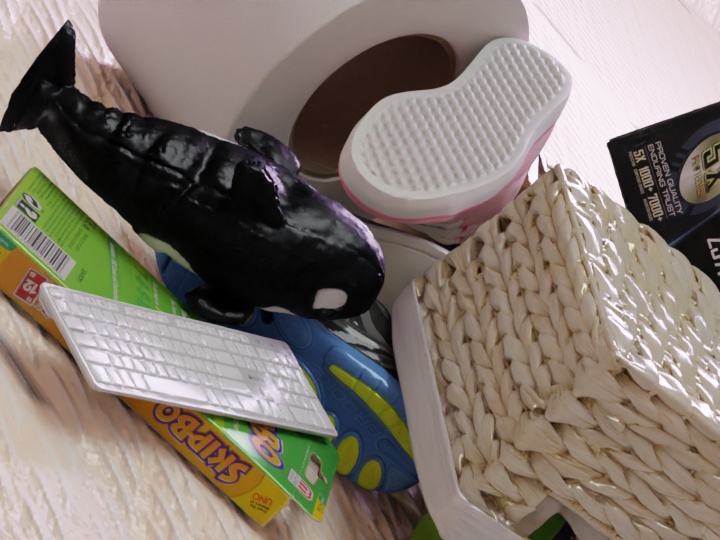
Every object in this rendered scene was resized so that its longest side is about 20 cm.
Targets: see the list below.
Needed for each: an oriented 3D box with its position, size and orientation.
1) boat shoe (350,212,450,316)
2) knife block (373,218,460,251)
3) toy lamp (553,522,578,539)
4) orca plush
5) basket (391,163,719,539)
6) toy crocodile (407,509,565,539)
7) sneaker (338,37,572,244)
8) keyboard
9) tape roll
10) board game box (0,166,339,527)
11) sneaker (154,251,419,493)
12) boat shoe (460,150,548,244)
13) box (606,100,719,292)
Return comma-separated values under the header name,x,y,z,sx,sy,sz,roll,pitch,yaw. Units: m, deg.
name,x,y,z,sx,sy,sz,roll,pitch,yaw
boat shoe,0.000,0.000,1.554,0.200,0.073,0.062,24,17,-3
knife block,0.026,-0.007,1.717,0.176,0.064,0.200,49,16,15
toy lamp,0.123,0.157,1.539,0.058,0.058,0.200,42,8,-11
orca plush,-0.064,-0.048,1.400,0.200,0.071,0.105,43,54,-7
basket,0.108,0.062,1.428,0.135,0.123,0.200,37,22,-24
toy crocodile,0.062,0.113,1.531,0.068,0.062,0.200,45,11,-4
sneaker,0.039,-0.046,1.578,0.075,0.105,0.200,37,34,11
keyboard,-0.074,0.042,1.338,0.056,0.011,0.200,53,18,26
tape roll,-0.026,-0.134,1.646,0.139,0.203,0.203,53,17,29
board game box,-0.091,0.039,1.365,0.200,0.030,0.096,41,16,-7
sneaker,-0.033,0.025,1.488,0.200,0.071,0.083,51,10,0
boat shoe,0.087,-0.027,1.697,0.072,0.072,0.200,58,6,-31
box,0.215,0.002,1.622,0.200,0.086,0.164,15,59,-72
